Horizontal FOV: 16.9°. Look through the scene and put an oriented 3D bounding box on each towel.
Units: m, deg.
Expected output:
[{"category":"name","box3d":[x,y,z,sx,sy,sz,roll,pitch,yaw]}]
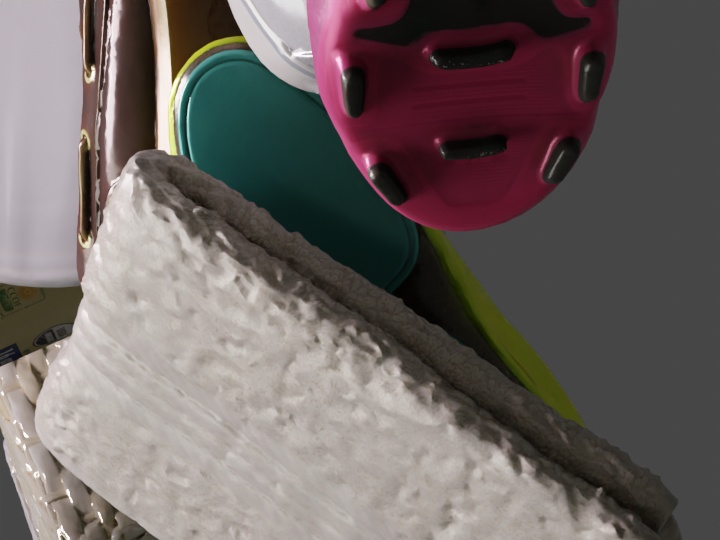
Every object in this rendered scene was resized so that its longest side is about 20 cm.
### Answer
[{"category":"towel","box3d":[-0.006,0.059,0.733,0.200,0.034,0.133,36,134,10]}]

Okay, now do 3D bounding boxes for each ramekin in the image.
[{"category":"ramekin","box3d":[-0.123,-0.091,1.011,0.094,0.202,0.203,24,-138,-83]}]

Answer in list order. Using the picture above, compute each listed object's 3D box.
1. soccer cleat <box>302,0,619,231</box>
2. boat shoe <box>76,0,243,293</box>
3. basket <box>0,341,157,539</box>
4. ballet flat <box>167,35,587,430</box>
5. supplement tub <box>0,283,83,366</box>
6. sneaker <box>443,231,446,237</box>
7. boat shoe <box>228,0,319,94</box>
[{"category":"soccer cleat","box3d":[0.013,-0.103,0.521,0.086,0.070,0.200,-97,-5,-50]},{"category":"boat shoe","box3d":[-0.064,-0.083,0.786,0.070,0.070,0.200,3,89,41]},{"category":"basket","box3d":[-0.098,0.102,1.382,0.161,0.198,0.200,83,164,-50]},{"category":"ballet flat","box3d":[0.009,0.012,0.764,0.200,0.067,0.067,52,-171,-5]},{"category":"supplement tub","box3d":[-0.133,-0.048,1.138,0.144,0.200,0.145,156,90,-83]},{"category":"sneaker","box3d":[0.000,0.000,0.887,0.112,0.073,0.200,-120,18,-61]},{"category":"boat shoe","box3d":[-0.039,-0.148,0.710,0.200,0.072,0.069,68,158,11]}]
